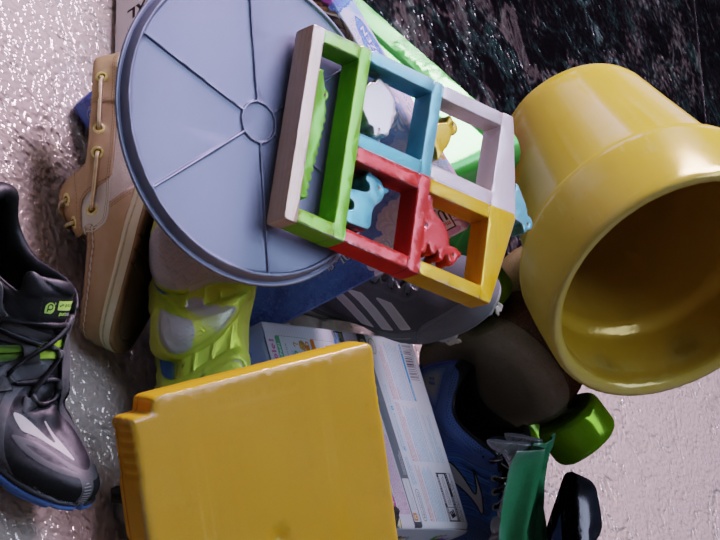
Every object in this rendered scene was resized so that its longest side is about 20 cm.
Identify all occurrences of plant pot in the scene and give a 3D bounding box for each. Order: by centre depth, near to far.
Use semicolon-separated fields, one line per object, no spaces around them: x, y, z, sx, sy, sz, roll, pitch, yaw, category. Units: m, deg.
0.192;-0.045;1.693;0.201;0.201;0.189;36;18;-43;plant pot

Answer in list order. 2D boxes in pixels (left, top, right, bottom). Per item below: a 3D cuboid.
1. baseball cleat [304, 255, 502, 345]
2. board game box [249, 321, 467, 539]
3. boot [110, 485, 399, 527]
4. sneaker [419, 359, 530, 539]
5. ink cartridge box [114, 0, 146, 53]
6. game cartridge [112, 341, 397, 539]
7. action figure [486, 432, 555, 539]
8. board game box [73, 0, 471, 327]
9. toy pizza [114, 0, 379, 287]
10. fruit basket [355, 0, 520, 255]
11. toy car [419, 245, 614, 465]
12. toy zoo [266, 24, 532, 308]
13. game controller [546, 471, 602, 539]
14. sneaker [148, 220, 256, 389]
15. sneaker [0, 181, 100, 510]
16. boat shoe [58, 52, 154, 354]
0.000;0.000;1.613;0.106;0.199;0.070;47;58;-38;baseball cleat
-0.017;0.120;1.604;0.200;0.064;0.148;12;56;-59;board game box
-0.064;0.198;1.429;0.199;0.068;0.132;11;83;-28;boot
0.089;0.159;1.732;0.201;0.089;0.078;66;26;-2;sneaker
-0.096;-0.212;1.663;0.084;0.145;0.201;40;35;-41;ink cartridge box
-0.056;0.156;1.383;0.175;0.032;0.202;-12;97;-35;game cartridge
0.104;0.219;1.668;0.118;0.054;0.202;-3;100;-68;action figure
-0.056;-0.074;1.549;0.200;0.199;0.043;58;23;-11;board game box
-0.071;-0.088;1.433;0.199;0.032;0.202;11;73;-37;toy pizza
0.028;-0.102;1.751;0.214;0.156;0.216;17;38;-14;fruit basket
0.148;0.027;1.808;0.200;0.157;0.165;-45;105;-28;toy car
0.033;-0.059;1.476;0.199;0.020;0.132;23;66;-34;toy zoo
0.150;0.222;1.706;0.200;0.042;0.105;96;-15;-65;game controller
-0.103;0.022;1.486;0.105;0.075;0.202;144;-48;-79;sneaker
-0.195;0.042;1.325;0.071;0.082;0.201;-3;69;-61;sneaker
-0.156;-0.045;1.485;0.074;0.066;0.201;66;31;-67;boat shoe
